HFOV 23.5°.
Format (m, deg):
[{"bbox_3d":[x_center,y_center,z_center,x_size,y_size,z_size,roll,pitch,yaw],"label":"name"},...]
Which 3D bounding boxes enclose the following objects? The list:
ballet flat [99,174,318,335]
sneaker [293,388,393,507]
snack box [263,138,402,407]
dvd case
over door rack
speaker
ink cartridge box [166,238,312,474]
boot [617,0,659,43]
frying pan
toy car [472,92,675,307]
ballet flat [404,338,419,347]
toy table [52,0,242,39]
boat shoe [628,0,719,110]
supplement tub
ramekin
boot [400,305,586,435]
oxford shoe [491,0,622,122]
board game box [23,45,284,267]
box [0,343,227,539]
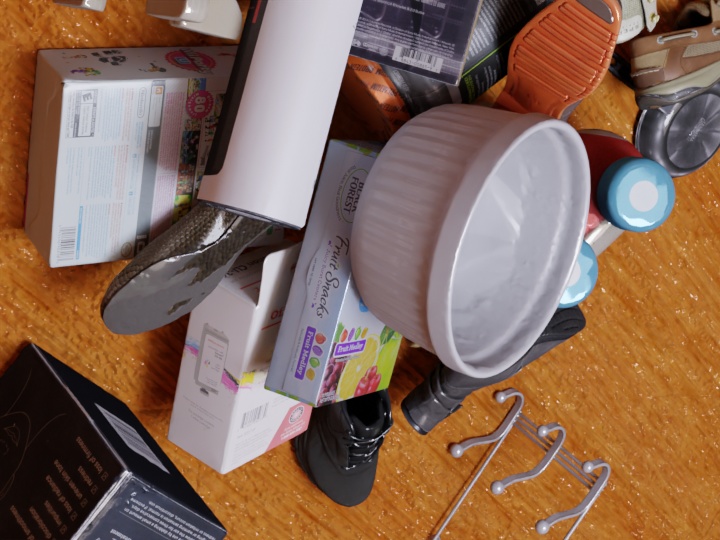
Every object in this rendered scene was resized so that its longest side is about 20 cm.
[{"bbox_3d":[-0.118,-0.027,1.305,0.200,0.046,0.067,-41,141,1],"label":"ballet flat"},{"bbox_3d":[-0.010,0.135,1.517,0.076,0.091,0.201,-23,128,-23],"label":"sneaker"},{"bbox_3d":[0.000,0.000,1.363,0.142,0.053,0.202,-7,114,-66],"label":"snack box"},{"bbox_3d":[0.030,-0.253,1.278,0.016,0.148,0.202,-23,129,-80],"label":"dvd case"},{"bbox_3d":[0.135,0.231,1.631,0.066,0.148,0.201,14,107,-40],"label":"over door rack"},{"bbox_3d":[-0.053,-0.136,1.237,0.081,0.081,0.202,16,88,-39],"label":"speaker"},{"bbox_3d":[-0.082,0.051,1.405,0.116,0.067,0.201,-22,134,-51],"label":"ink cartridge box"},{"bbox_3d":[0.210,-0.249,1.387,0.071,0.201,0.156,-2,126,7],"label":"boot"},{"bbox_3d":[0.292,-0.160,1.593,0.115,0.031,0.191,-39,134,-11],"label":"frying pan"},{"bbox_3d":[0.132,-0.089,1.462,0.177,0.184,0.200,-43,103,-5],"label":"toy car"},{"bbox_3d":[0.041,-0.008,1.487,0.063,0.069,0.201,-23,127,-3],"label":"ballet flat"},{"bbox_3d":[-0.152,-0.232,1.168,0.199,0.184,0.118,10,93,-28],"label":"toy table"},{"bbox_3d":[0.316,-0.208,1.547,0.199,0.075,0.074,-26,99,-34],"label":"boat shoe"},{"bbox_3d":[0.072,-0.197,1.358,0.200,0.122,0.123,-38,131,-10],"label":"supplement tub"},{"bbox_3d":[0.080,-0.031,1.303,0.200,0.105,0.201,-36,137,-42],"label":"ramekin"},{"bbox_3d":[0.117,0.076,1.584,0.132,0.070,0.199,-44,164,32],"label":"boot"},{"bbox_3d":[0.153,-0.162,1.323,0.073,0.071,0.200,-50,177,-33],"label":"oxford shoe"},{"bbox_3d":[-0.148,-0.090,1.312,0.199,0.064,0.149,-5,119,-30],"label":"board game box"},{"bbox_3d":[-0.240,0.200,1.326,0.197,0.200,0.124,-49,132,1],"label":"box"}]
